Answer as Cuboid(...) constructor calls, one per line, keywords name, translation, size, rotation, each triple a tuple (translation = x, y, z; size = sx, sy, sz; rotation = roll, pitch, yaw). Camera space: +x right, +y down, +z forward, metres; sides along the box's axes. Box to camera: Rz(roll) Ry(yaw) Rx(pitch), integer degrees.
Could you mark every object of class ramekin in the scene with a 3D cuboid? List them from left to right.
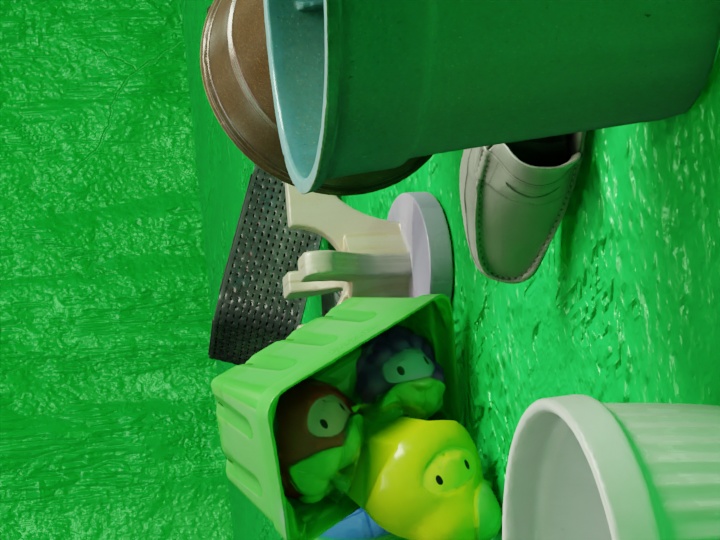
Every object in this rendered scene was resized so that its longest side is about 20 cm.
Cuboid(name="ramekin", translation=(0.140, 0.153, 0.787), size=(0.200, 0.105, 0.201), rotation=(175, 90, -80))

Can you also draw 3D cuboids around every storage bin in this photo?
Cuboid(name="storage bin", translation=(-0.097, -0.001, 1.897), size=(0.135, 0.094, 0.200), rotation=(105, 177, -62))

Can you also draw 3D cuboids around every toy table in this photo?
Cuboid(name="toy table", translation=(0.000, 0.000, 1.471), size=(0.200, 0.117, 0.184), rotation=(112, 153, -69))

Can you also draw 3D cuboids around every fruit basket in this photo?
Cuboid(name="fruit basket", translation=(0.017, 0.123, 1.302), size=(0.216, 0.215, 0.156), rotation=(-114, 15, -62))

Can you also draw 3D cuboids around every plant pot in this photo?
Cuboid(name="plant pot", translation=(0.008, -0.174, 1.202), size=(0.198, 0.200, 0.201), rotation=(142, 124, -67))
Cuboid(name="plant pot", translation=(0.061, -0.143, 0.850), size=(0.200, 0.196, 0.201), rotation=(176, 90, -81))

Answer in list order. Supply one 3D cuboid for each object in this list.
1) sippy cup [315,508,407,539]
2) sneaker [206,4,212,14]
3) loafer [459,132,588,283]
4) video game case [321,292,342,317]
Cuboid(name="sippy cup", translation=(0.013, 0.250, 1.492), size=(0.178, 0.139, 0.131), rotation=(-44, -49, -50))
Cuboid(name="sneaker", translation=(-0.142, -0.340, 2.176), size=(0.201, 0.098, 0.071), rotation=(101, 163, -52))
Cuboid(name="loafer", translation=(0.098, -0.072, 1.030), size=(0.070, 0.070, 0.200), rotation=(-94, 7, -56))
Cuboid(name="video game case", translation=(-0.022, 0.099, 1.903), size=(0.143, 0.017, 0.200), rotation=(-131, 39, -73))
